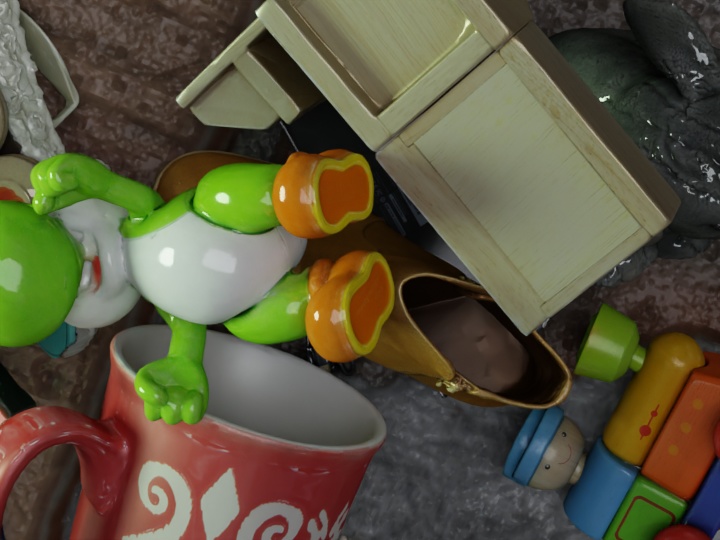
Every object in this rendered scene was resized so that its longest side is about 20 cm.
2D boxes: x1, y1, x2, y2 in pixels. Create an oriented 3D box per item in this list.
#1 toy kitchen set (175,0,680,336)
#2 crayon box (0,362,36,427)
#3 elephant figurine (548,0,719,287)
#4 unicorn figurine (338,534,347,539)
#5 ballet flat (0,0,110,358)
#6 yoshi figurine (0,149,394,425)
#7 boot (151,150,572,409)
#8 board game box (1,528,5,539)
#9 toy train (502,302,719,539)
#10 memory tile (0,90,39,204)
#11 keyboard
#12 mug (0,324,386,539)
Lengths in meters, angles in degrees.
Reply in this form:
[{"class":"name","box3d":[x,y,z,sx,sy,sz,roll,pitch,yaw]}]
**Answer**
[{"class":"toy kitchen set","box3d":[0.035,-0.067,0.911,0.163,0.200,0.181,-40,92,23]},{"class":"crayon box","box3d":[-0.267,0.078,0.922,0.200,0.051,0.127,-39,89,5]},{"class":"elephant figurine","box3d":[0.144,-0.060,0.927,0.154,0.200,0.142,-9,95,-5]},{"class":"unicorn figurine","box3d":[0.009,0.239,0.992,0.137,0.074,0.201,-31,71,37]},{"class":"ballet flat","box3d":[-0.156,-0.060,0.969,0.071,0.072,0.201,-22,97,-4]},{"class":"yoshi figurine","box3d":[-0.095,0.000,0.843,0.199,0.112,0.113,-2,67,27]},{"class":"boot","box3d":[0.000,0.001,0.924,0.201,0.144,0.071,29,85,-9]},{"class":"board game box","box3d":[-0.264,0.212,0.983,0.198,0.043,0.201,-10,94,-4]},{"class":"toy train","box3d":[0.157,0.049,0.976,0.115,0.085,0.201,27,112,7]},{"class":"memory tile","box3d":[-0.240,-0.067,0.947,0.153,0.017,0.201,-31,91,21]},{"class":"keyboard","box3d":[0.002,-0.026,1.007,0.127,0.021,0.201,-31,95,-9]},{"class":"mug","box3d":[-0.101,0.137,0.943,0.177,0.133,0.201,16,104,-9]}]
